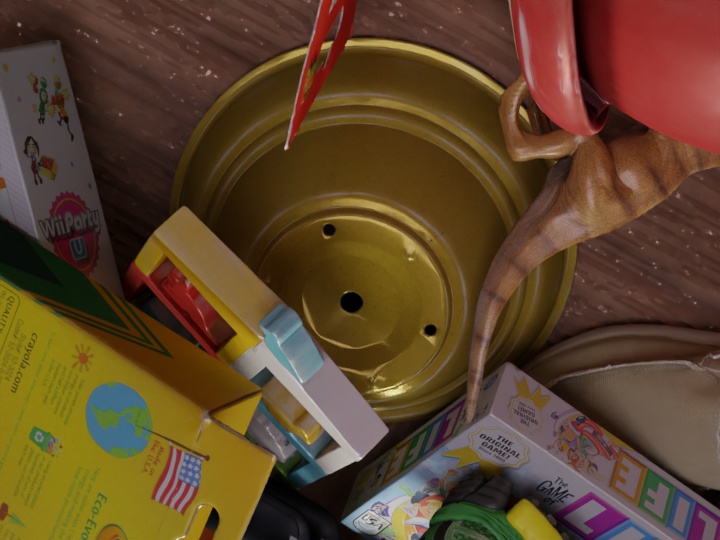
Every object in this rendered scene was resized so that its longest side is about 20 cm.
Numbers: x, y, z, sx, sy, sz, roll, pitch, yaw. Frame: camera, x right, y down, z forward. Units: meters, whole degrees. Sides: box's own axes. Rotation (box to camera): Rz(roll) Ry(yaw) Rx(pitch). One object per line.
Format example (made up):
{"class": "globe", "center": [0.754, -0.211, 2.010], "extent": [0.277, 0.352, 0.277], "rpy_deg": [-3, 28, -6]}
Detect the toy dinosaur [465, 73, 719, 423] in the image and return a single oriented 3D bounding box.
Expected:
{"class": "toy dinosaur", "center": [0.098, -0.036, 0.942], "extent": [0.200, 0.060, 0.106], "rpy_deg": [-34, 78, -5]}

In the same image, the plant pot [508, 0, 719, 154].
{"class": "plant pot", "center": [0.157, -0.137, 0.849], "extent": [0.182, 0.201, 0.201], "rpy_deg": [1, 114, 14]}

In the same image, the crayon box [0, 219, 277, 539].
{"class": "crayon box", "center": [-0.127, 0.073, 0.905], "extent": [0.200, 0.051, 0.127], "rpy_deg": [32, 112, 18]}

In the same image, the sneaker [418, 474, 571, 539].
{"class": "sneaker", "center": [0.089, 0.194, 0.974], "extent": [0.200, 0.085, 0.078], "rpy_deg": [47, 150, -5]}

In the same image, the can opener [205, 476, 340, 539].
{"class": "can opener", "center": [-0.095, 0.096, 1.025], "extent": [0.199, 0.063, 0.079], "rpy_deg": [17, 101, 26]}

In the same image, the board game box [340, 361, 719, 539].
{"class": "board game box", "center": [0.107, 0.138, 1.028], "extent": [0.200, 0.034, 0.134], "rpy_deg": [35, 138, -12]}

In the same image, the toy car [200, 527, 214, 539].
{"class": "toy car", "center": [-0.087, 0.209, 1.069], "extent": [0.150, 0.175, 0.201], "rpy_deg": [36, 124, 31]}

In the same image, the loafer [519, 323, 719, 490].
{"class": "loafer", "center": [0.160, 0.069, 1.007], "extent": [0.199, 0.068, 0.076], "rpy_deg": [-8, 113, 11]}

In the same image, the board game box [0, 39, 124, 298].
{"class": "board game box", "center": [-0.186, 0.009, 0.985], "extent": [0.147, 0.064, 0.201], "rpy_deg": [-12, 96, 27]}

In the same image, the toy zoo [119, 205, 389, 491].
{"class": "toy zoo", "center": [-0.054, 0.039, 0.959], "extent": [0.020, 0.200, 0.131], "rpy_deg": [-43, 90, -19]}

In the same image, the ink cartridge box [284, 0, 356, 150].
{"class": "ink cartridge box", "center": [0.026, -0.159, 0.873], "extent": [0.050, 0.162, 0.201], "rpy_deg": [15, 115, 3]}

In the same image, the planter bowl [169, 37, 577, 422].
{"class": "planter bowl", "center": [0.000, 0.000, 0.991], "extent": [0.199, 0.084, 0.201], "rpy_deg": [3, 114, 7]}
